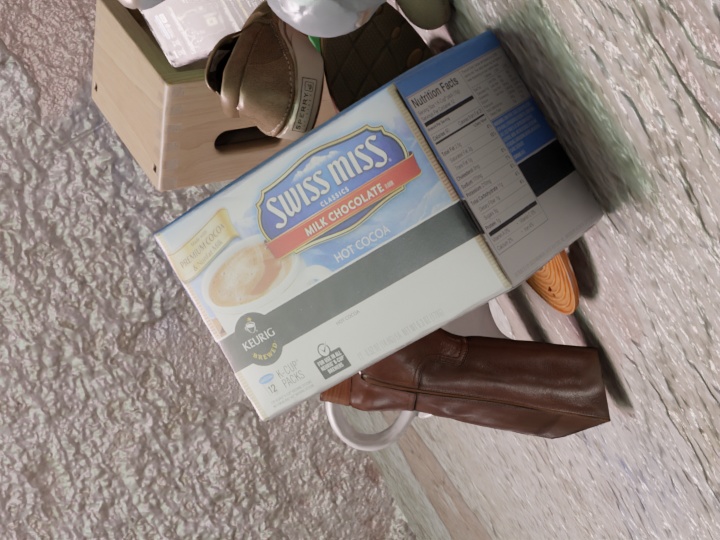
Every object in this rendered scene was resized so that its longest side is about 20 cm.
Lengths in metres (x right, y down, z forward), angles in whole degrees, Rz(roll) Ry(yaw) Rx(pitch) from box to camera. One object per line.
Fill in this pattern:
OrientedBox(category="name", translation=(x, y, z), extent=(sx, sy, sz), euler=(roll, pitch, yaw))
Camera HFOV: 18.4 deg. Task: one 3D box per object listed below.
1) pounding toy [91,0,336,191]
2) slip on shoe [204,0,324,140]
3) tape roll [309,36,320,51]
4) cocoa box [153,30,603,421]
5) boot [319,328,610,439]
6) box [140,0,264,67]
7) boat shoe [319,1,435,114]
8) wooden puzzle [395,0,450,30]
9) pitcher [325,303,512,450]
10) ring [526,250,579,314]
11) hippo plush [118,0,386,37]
OrientedBox(category="pounding toy", translation=(-0.098, -0.137, 1.840), extent=(0.184, 0.199, 0.143), euler=(51, 142, 46))
OrientedBox(category="slip on shoe", translation=(-0.068, -0.130, 1.410), extent=(0.200, 0.060, 0.076), euler=(-113, 33, -67))
OrientedBox(category="tape roll", translation=(-0.099, -0.225, 1.641), extent=(0.200, 0.048, 0.200), euler=(33, 167, 8))
OrientedBox(category="cocoa box", translation=(0.009, -0.026, 1.279), extent=(0.132, 0.200, 0.133), euler=(59, -146, -2))
OrientedBox(category="boot", translation=(0.083, 0.047, 1.495), extent=(0.187, 0.199, 0.064), euler=(106, 174, -56))
OrientedBox(category="box", translation=(-0.106, -0.248, 1.494), extent=(0.160, 0.044, 0.200), euler=(-14, 116, 35))
OrientedBox(category="boat shoe", translation=(0.029, -0.083, 1.397), extent=(0.200, 0.072, 0.068), euler=(59, 171, -17))
OrientedBox(category="wooden puzzle", translation=(-0.022, -0.252, 1.313), extent=(0.200, 0.037, 0.185), euler=(54, 172, 28))
OrientedBox(category="pitcher", translation=(0.020, 0.023, 1.672), extent=(0.200, 0.171, 0.121), euler=(59, 180, -13))
OrientedBox(category="ring", translation=(0.090, -0.060, 1.448), extent=(0.201, 0.019, 0.200), euler=(56, 174, 9))
OrientedBox(category="hippo plush", translation=(-0.045, -0.208, 1.138), extent=(0.159, 0.201, 0.161), euler=(19, 177, 37))
